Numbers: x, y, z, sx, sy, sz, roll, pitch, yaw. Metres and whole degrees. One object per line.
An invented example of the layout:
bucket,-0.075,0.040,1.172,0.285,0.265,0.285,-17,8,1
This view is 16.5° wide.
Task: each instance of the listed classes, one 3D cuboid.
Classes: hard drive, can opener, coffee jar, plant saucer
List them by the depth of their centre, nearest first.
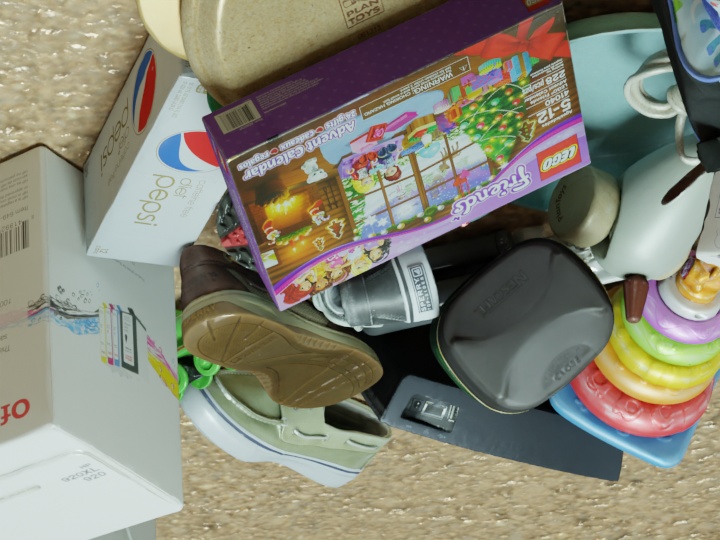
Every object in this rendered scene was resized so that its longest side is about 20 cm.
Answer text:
plant saucer,0.154,-0.101,1.510,0.200,0.036,0.200,-4,149,-2
coffee jar,0.098,0.034,1.524,0.104,0.085,0.200,-41,178,0
can opener,0.094,0.006,1.664,0.200,0.053,0.066,-12,150,11
hard drive,0.083,0.082,1.727,0.200,0.135,0.042,16,111,-29

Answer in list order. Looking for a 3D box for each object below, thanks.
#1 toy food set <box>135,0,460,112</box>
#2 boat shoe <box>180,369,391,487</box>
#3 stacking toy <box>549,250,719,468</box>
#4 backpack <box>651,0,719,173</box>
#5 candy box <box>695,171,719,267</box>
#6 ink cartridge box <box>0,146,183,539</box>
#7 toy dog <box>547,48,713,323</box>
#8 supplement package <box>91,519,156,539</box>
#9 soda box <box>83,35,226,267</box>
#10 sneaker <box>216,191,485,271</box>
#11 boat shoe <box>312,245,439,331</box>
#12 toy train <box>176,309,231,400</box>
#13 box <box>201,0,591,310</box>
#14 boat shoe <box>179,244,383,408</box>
toy food set,-0.009,-0.153,1.328,0.200,0.049,0.198,-37,137,5
boat shoe,-0.055,0.102,1.806,0.062,0.072,0.200,-42,144,18
stacking toy,0.209,0.030,1.646,0.110,0.116,0.200,29,145,2
backpack,0.244,-0.173,1.258,0.200,0.183,0.147,-14,150,5
candy box,0.286,-0.076,1.405,0.168,0.200,0.072,22,166,-40
ink cartridge box,-0.211,0.058,1.556,0.147,0.200,0.145,-20,146,24
toy dog,0.200,-0.038,1.493,0.132,0.096,0.200,5,148,-18
supplement package,-0.268,0.200,1.838,0.200,0.151,0.152,-12,150,12
soda box,-0.107,-0.082,1.465,0.064,0.068,0.200,7,147,-19
sneaker,0.012,-0.065,1.485,0.200,0.096,0.079,-14,106,16
boat shoe,0.001,0.003,1.543,0.068,0.074,0.199,-15,-165,-4
toy train,-0.088,0.036,1.681,0.200,0.056,0.042,-29,170,32
box,0.024,-0.071,1.360,0.200,0.039,0.137,-26,142,-6
boat shoe,-0.053,0.032,1.578,0.072,0.072,0.200,-30,151,22
